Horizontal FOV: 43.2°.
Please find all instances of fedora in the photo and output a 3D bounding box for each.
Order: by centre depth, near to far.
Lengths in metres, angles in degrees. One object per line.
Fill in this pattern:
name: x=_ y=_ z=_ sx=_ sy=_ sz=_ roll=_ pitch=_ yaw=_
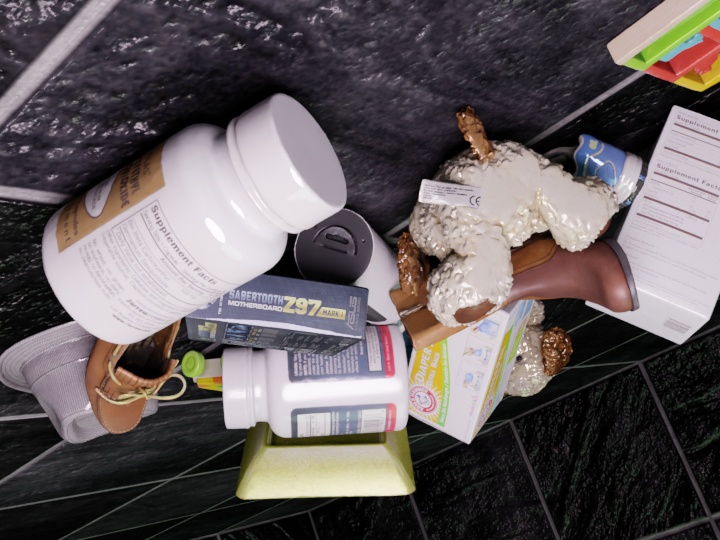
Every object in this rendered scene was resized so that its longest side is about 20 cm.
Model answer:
fedora: x=-0.284 y=0.127 z=0.976 sx=0.176 sy=0.091 sz=0.200 roll=-20 pitch=162 yaw=-2

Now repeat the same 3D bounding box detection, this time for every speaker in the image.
speaker: x=0.000 y=0.000 z=0.937 sx=0.081 sy=0.081 sz=0.200 roll=-23 pitch=162 yaw=9

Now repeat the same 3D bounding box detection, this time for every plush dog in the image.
plush dog: x=0.102 y=-0.056 z=0.829 sx=0.200 sy=0.161 sz=0.172 roll=-34 pitch=-176 yaw=-16
plush dog: x=0.195 y=0.085 z=1.216 sx=0.160 sy=0.172 sz=0.200 roll=-1 pitch=154 yaw=-43

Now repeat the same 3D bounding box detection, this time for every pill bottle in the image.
pill bottle: x=-0.115 y=-0.037 z=0.643 sx=0.199 sy=0.115 sz=0.114 roll=-27 pitch=161 yaw=21
pill bottle: x=-0.051 y=0.125 z=1.018 sx=0.199 sy=0.120 sz=0.120 roll=-2 pitch=160 yaw=-5

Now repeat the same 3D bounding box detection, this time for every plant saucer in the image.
plant saucer: x=-0.041 y=0.192 z=1.078 sx=0.199 sy=0.048 sz=0.200 roll=-1 pitch=-160 yaw=-1

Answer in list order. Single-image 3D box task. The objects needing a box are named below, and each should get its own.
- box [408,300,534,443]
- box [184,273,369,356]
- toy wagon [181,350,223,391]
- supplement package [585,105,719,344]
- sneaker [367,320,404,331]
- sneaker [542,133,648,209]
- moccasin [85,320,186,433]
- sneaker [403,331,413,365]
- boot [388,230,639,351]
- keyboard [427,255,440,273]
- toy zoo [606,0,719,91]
box: x=0.130 y=0.089 z=1.102 sx=0.112 sy=0.101 sz=0.201 roll=-39 pitch=148 yaw=-50
box: x=-0.086 y=0.043 z=0.868 sx=0.157 sy=0.051 sz=0.200 roll=7 pitch=169 yaw=-8
toy wagon: x=-0.119 y=0.127 z=1.140 sx=0.199 sy=0.040 sz=0.155 roll=-8 pitch=163 yaw=37
supplement package: x=0.327 y=-0.045 z=0.938 sx=0.201 sy=0.109 sz=0.114 roll=-64 pitch=169 yaw=-13
sneaker: x=-0.011 y=0.051 z=1.079 sx=0.200 sy=0.078 sz=0.086 roll=-30 pitch=156 yaw=27
sneaker: x=0.202 y=-0.088 z=0.944 sx=0.077 sy=0.076 sz=0.200 roll=31 pitch=150 yaw=-18
moccasin: x=-0.207 y=0.085 z=0.859 sx=0.073 sy=0.078 sz=0.202 roll=-7 pitch=135 yaw=-44
sneaker: x=0.013 y=0.167 z=1.223 sx=0.201 sy=0.076 sz=0.081 roll=-60 pitch=-177 yaw=-1
boot: x=0.135 y=0.021 z=0.843 sx=0.199 sy=0.188 sz=0.069 roll=-22 pitch=119 yaw=-7
keyboard: x=0.158 y=-0.015 z=1.031 sx=0.199 sy=0.040 sz=0.104 roll=-10 pitch=-164 yaw=-7
toy zoo: x=0.313 y=-0.205 z=0.772 sx=0.200 sy=0.021 sz=0.131 roll=0 pitch=153 yaw=-47
